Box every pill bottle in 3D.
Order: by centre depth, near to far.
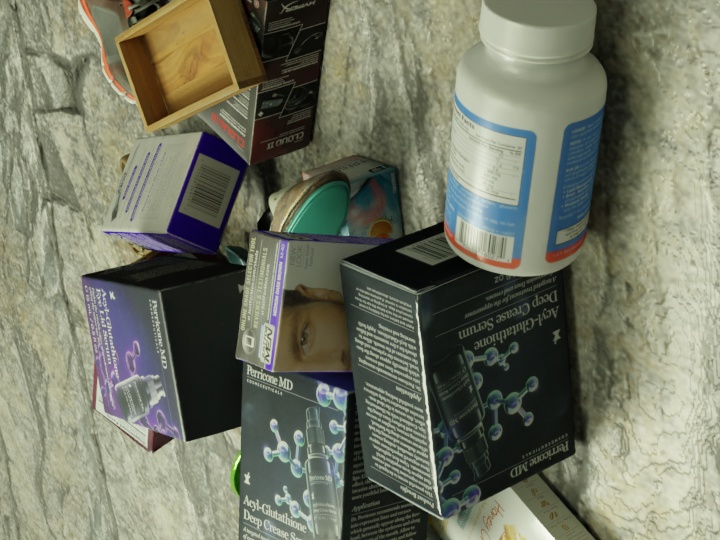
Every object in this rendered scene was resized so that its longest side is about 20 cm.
[{"bbox_3d":[0.123,-0.106,1.165,0.112,0.112,0.201,38,136,40],"label":"pill bottle"}]

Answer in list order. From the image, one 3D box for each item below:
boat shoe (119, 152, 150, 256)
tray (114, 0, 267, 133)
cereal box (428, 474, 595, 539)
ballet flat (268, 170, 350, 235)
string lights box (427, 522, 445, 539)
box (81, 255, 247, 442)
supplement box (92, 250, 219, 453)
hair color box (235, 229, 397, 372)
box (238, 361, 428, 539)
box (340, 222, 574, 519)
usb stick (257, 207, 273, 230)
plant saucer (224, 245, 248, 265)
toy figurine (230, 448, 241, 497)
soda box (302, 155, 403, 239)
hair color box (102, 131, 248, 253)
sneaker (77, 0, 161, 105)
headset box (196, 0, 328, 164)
[{"bbox_3d":[-0.241,-0.049,1.798,0.071,0.064,0.201,30,132,46],"label":"boat shoe"},{"bbox_3d":[-0.161,-0.198,1.470,0.200,0.037,0.099,-13,97,59],"label":"tray"},{"bbox_3d":[0.138,0.242,1.414,0.200,0.039,0.144,49,143,30],"label":"cereal box"},{"bbox_3d":[-0.060,-0.033,1.414,0.067,0.068,0.200,58,146,32],"label":"ballet flat"},{"bbox_3d":[0.024,0.332,1.533,0.102,0.059,0.201,26,119,5],"label":"string lights box"},{"bbox_3d":[-0.177,0.070,1.522,0.200,0.104,0.149,5,106,59],"label":"box"},{"bbox_3d":[-0.219,0.083,1.765,0.103,0.131,0.201,34,137,24],"label":"supplement box"},{"bbox_3d":[-0.002,0.028,1.328,0.065,0.199,0.110,16,101,53],"label":"hair color box"},{"bbox_3d":[-0.023,0.177,1.410,0.148,0.107,0.201,15,107,47],"label":"box"},{"bbox_3d":[0.081,0.073,1.284,0.107,0.148,0.201,22,126,50],"label":"box"},{"bbox_3d":[-0.045,0.024,1.571,0.201,0.032,0.055,60,151,14],"label":"usb stick"},{"bbox_3d":[-0.087,0.025,1.609,0.200,0.019,0.070,33,146,61],"label":"plant saucer"},{"bbox_3d":[-0.088,0.143,1.657,0.184,0.150,0.200,60,175,39],"label":"toy figurine"},{"bbox_3d":[0.000,0.000,1.461,0.068,0.063,0.201,22,126,50],"label":"soda box"},{"bbox_3d":[-0.193,-0.079,1.635,0.200,0.065,0.110,6,74,61],"label":"hair color box"},{"bbox_3d":[-0.238,-0.253,1.668,0.200,0.077,0.082,55,139,21],"label":"sneaker"},{"bbox_3d":[-0.110,-0.211,1.492,0.149,0.077,0.201,44,140,34],"label":"headset box"}]
